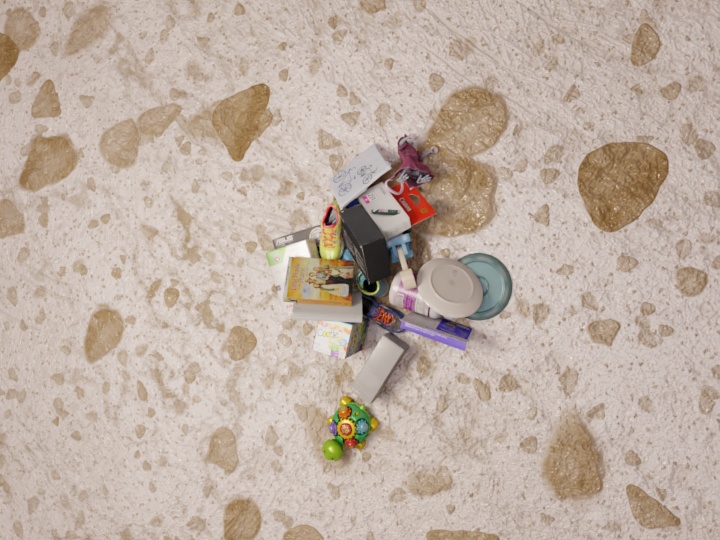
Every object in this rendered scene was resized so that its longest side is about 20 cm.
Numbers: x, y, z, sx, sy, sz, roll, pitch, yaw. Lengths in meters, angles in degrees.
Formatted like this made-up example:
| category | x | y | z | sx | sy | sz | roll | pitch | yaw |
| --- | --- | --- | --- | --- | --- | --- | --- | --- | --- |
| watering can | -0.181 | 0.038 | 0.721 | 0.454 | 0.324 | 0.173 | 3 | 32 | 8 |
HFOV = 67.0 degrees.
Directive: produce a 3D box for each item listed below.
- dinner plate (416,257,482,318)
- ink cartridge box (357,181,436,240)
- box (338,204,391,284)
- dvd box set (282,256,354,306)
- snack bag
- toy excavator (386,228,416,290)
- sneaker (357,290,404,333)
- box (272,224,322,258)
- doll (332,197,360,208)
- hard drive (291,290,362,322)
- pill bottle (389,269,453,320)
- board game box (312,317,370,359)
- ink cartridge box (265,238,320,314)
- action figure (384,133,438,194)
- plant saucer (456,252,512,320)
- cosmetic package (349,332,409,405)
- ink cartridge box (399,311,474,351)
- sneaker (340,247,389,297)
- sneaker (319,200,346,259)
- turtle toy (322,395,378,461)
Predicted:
| category | x | y | z | sx | sy | sz | roll | pitch | yaw |
| --- | --- | --- | --- | --- | --- | --- | --- | --- | --- |
| dinner plate | 0.257 | 0.042 | 1.548 | 0.198 | 0.024 | 0.202 | 8 | 54 | -10 |
| ink cartridge box | 0.103 | -0.195 | 1.599 | 0.172 | 0.044 | 0.201 | -28 | 46 | -3 |
| box | 0.013 | -0.080 | 1.588 | 0.078 | 0.142 | 0.201 | -22 | 40 | -8 |
| dvd box set | -0.119 | 0.030 | 1.582 | 0.197 | 0.030 | 0.148 | 4 | 55 | -1 |
| snack bag | -0.005 | -0.291 | 1.655 | 0.199 | 0.021 | 0.189 | -38 | 36 | 11 |
| toy excavator | 0.121 | -0.048 | 1.597 | 0.099 | 0.194 | 0.202 | -19 | 91 | 4 |
| sneaker | 0.052 | 0.132 | 1.671 | 0.199 | 0.078 | 0.076 | 29 | 98 | 14 |
| box | -0.172 | -0.049 | 1.752 | 0.198 | 0.044 | 0.162 | -15 | 87 | 15 |
| doll | 0.010 | -0.179 | 1.699 | 0.197 | 0.048 | 0.138 | 5 | 92 | 16 |
| hard drive | -0.094 | 0.100 | 1.577 | 0.197 | 0.132 | 0.027 | 3 | 122 | -3 |
| pill bottle | 0.193 | 0.076 | 1.607 | 0.198 | 0.112 | 0.114 | 18 | 95 | 20 |
| board game box | -0.054 | 0.191 | 1.638 | 0.104 | 0.200 | 0.104 | 14 | 94 | 15 |
| ink cartridge box | -0.190 | 0.018 | 1.689 | 0.144 | 0.084 | 0.202 | -16 | 92 | 15 |
| action figure | 0.148 | -0.326 | 1.627 | 0.149 | 0.133 | 0.202 | -39 | 41 | 29 |
| plant saucer | 0.348 | 0.048 | 1.615 | 0.198 | 0.027 | 0.203 | 0 | 90 | 16 |
| cosmetic package | 0.060 | 0.293 | 1.655 | 0.090 | 0.107 | 0.201 | 36 | 101 | 13 |
| ink cartridge box | 0.218 | 0.172 | 1.561 | 0.196 | 0.200 | 0.044 | 18 | 99 | 15 |
| sneaker | 0.000 | 0.000 | 1.659 | 0.200 | 0.130 | 0.080 | 42 | 99 | 12 |
| sneaker | -0.094 | -0.116 | 1.659 | 0.077 | 0.090 | 0.203 | 6 | 95 | 14 |
| turtle toy | -0.045 | 0.499 | 1.685 | 0.145 | 0.101 | 0.201 | 35 | 99 | 13 |
